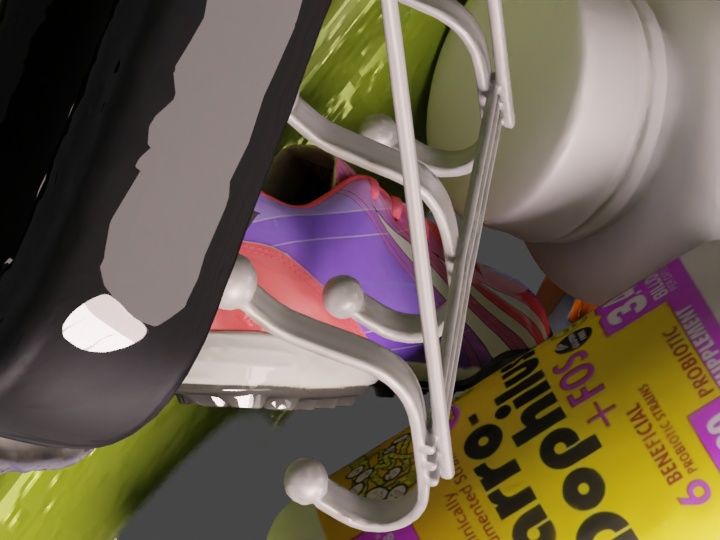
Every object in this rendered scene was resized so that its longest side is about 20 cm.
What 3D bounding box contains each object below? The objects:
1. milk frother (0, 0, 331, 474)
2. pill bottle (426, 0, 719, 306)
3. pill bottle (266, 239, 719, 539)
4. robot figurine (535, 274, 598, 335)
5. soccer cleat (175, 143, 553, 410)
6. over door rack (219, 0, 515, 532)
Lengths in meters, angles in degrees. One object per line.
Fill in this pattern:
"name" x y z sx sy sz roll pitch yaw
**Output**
"milk frother" -0.108 -0.072 0.603 0.199 0.181 0.189 20 102 -14
"pill bottle" 0.122 -0.034 0.908 0.199 0.109 0.110 12 107 -32
"pill bottle" 0.045 0.084 0.829 0.200 0.104 0.104 -33 147 5
"robot figurine" 0.068 0.082 1.012 0.145 0.058 0.201 12 106 -54
"soccer cleat" 0.000 0.000 0.854 0.200 0.068 0.073 0 91 -60
"over door rack" 0.007 -0.059 0.711 0.148 0.066 0.200 -79 177 -46
